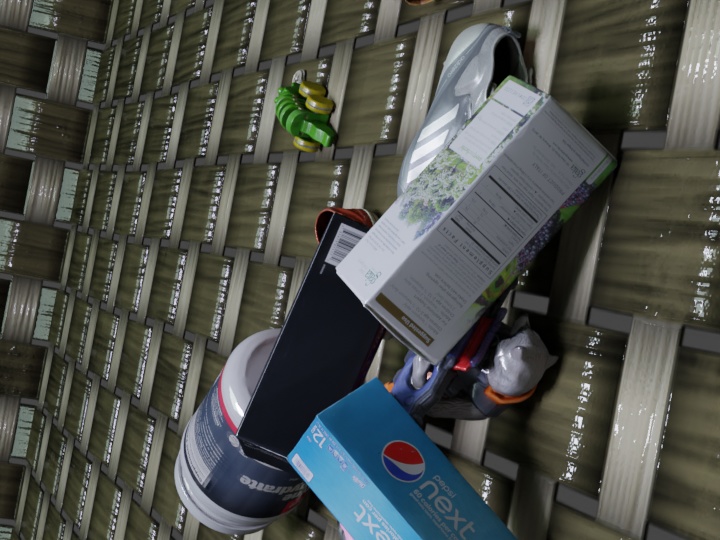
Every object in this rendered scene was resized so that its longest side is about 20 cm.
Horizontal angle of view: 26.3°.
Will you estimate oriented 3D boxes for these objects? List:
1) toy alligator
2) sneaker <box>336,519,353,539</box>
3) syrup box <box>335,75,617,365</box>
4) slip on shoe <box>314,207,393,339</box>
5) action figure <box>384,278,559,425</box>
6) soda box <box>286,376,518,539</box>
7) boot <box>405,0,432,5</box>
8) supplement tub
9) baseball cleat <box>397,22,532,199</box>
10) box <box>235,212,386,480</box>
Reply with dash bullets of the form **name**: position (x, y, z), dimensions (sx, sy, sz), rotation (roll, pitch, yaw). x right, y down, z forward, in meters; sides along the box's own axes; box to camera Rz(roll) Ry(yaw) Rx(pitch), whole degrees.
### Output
- **toy alligator**: position (-0.074, -0.189, 1.756), dimensions (0.200, 0.054, 0.060), rotation (-116, 42, -58)
- **sneaker**: position (0.011, 0.218, 1.298), dimensions (0.200, 0.079, 0.096), rotation (-97, 15, -75)
- **syrup box**: position (0.082, -0.037, 1.119), dimensions (0.200, 0.081, 0.079), rotation (-49, 24, 3)
- **slip on shoe**: position (0.000, 0.000, 1.458), dimensions (0.200, 0.061, 0.074), rotation (-114, 42, -55)
- **action figure**: position (0.091, 0.051, 1.199), dimensions (0.200, 0.105, 0.193), rotation (-55, 24, -14)
- **soda box**: position (0.042, 0.178, 1.094), dimensions (0.200, 0.068, 0.064), rotation (49, 138, 13)
- **boot**: position (0.088, -0.333, 1.400), dimensions (0.201, 0.070, 0.145), rotation (143, 128, -66)
- **supplement tub**: position (-0.096, 0.162, 1.515), dimensions (0.200, 0.140, 0.141), rotation (124, 149, -48)
- **baseball cleat**: position (0.085, -0.107, 1.276), dimensions (0.106, 0.069, 0.201), rotation (-147, 69, -68)
- **box**: position (-0.029, 0.070, 1.292), dimensions (0.141, 0.079, 0.201), rotation (108, -174, -78)
